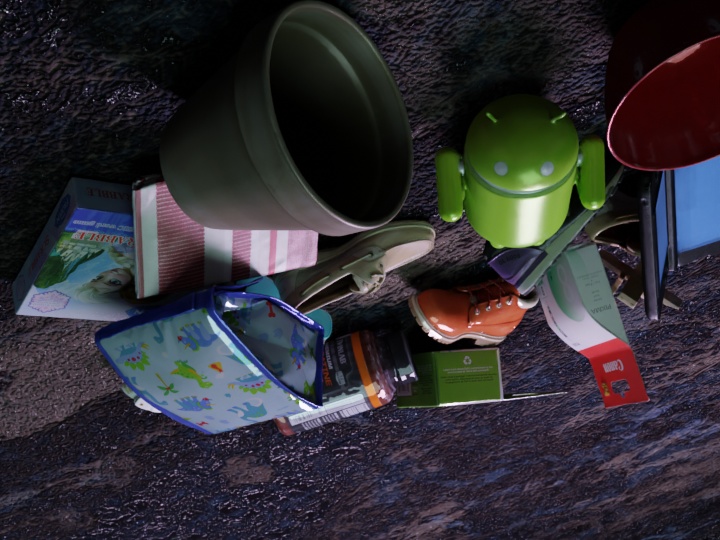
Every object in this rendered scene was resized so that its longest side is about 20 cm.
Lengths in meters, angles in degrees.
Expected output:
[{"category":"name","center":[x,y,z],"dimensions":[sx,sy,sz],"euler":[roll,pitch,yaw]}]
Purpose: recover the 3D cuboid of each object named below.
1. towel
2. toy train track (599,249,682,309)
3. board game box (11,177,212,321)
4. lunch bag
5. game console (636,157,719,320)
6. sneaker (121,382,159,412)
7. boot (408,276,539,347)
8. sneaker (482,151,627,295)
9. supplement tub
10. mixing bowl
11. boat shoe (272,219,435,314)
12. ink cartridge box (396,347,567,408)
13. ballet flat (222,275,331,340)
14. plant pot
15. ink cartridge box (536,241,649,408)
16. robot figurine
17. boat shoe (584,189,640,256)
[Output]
[{"category":"towel","center":[-0.135,-0.047,1.127],"dimensions":[0.199,0.023,0.144],"euler":[-11,130,-22]},{"category":"toy train track","center":[0.354,0.004,1.379],"dimensions":[0.200,0.115,0.033],"euler":[-41,161,-54]},{"category":"board game box","center":[-0.246,-0.013,1.180],"dimensions":[0.199,0.041,0.200],"euler":[6,143,-33]},{"category":"lunch bag","center":[-0.161,0.086,1.194],"dimensions":[0.170,0.128,0.200],"euler":[-19,147,29]},{"category":"game console","center":[0.387,-0.066,1.253],"dimensions":[0.116,0.176,0.201],"euler":[1,128,22]},{"category":"sneaker","center":[-0.256,0.128,1.375],"dimensions":[0.115,0.074,0.200],"euler":[-25,150,9]},{"category":"boot","center":[0.149,0.041,1.429],"dimensions":[0.200,0.075,0.107],"euler":[7,141,-47]},{"category":"sneaker","center":[0.221,-0.072,1.267],"dimensions":[0.200,0.088,0.076],"euler":[-51,175,11]},{"category":"supplement tub","center":[-0.027,0.144,1.475],"dimensions":[0.199,0.107,0.107],"euler":[-19,149,4]},{"category":"mixing bowl","center":[0.317,-0.201,1.065],"dimensions":[0.199,0.109,0.200],"euler":[-12,150,-7]},{"category":"boat shoe","center":[0.000,0.000,1.282],"dimensions":[0.199,0.065,0.072],"euler":[-18,149,-9]},{"category":"ink cartridge box","center":[0.165,0.148,1.547],"dimensions":[0.199,0.076,0.148],"euler":[-3,174,-21]},{"category":"ballet flat","center":[-0.113,0.051,1.328],"dimensions":[0.072,0.072,0.200],"euler":[-29,145,22]},{"category":"plant pot","center":[-0.079,-0.115,0.974],"dimensions":[0.173,0.201,0.200],"euler":[-15,155,35]},{"category":"ink cartridge box","center":[0.281,0.076,1.369],"dimensions":[0.050,0.201,0.161],"euler":[-14,172,-8]},{"category":"robot figurine","center":[0.165,-0.103,1.148],"dimensions":[0.175,0.116,0.200],"euler":[-3,149,2]},{"category":"boat shoe","center":[0.342,-0.051,1.361],"dimensions":[0.199,0.069,0.074],"euler":[7,143,-33]}]
